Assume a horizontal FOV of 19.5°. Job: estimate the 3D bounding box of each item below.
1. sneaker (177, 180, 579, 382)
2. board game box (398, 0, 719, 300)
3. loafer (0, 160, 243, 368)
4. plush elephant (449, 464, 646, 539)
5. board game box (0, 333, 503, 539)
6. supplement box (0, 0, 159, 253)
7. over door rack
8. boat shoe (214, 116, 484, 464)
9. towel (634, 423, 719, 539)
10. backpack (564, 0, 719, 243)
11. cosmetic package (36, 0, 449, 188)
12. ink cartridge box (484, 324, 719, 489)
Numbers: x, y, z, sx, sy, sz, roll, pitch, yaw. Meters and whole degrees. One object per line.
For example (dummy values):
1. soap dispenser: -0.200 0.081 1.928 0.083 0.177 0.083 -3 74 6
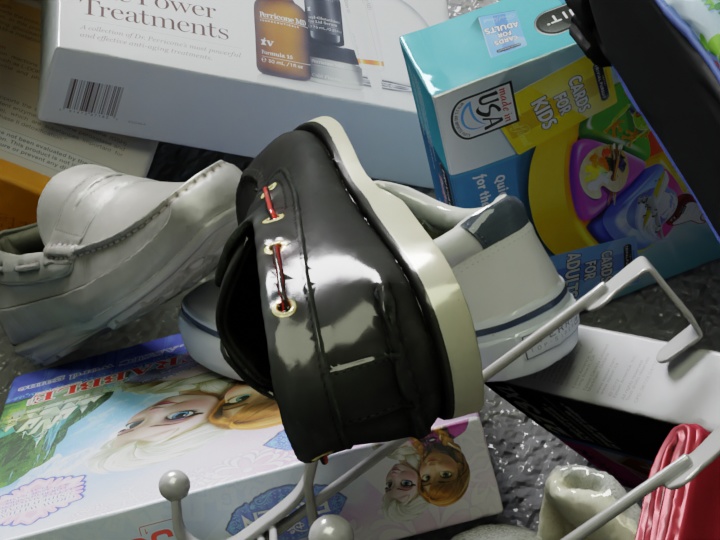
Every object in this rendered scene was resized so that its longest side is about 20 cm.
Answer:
1. sneaker: 0.000 0.000 0.816 0.199 0.071 0.073 -3 19 43
2. board game box: 0.128 -0.066 0.907 0.199 0.151 0.047 -21 45 -5
3. loafer: -0.109 -0.012 0.885 0.070 0.070 0.200 -32 4 -37
4. plush elephant: 0.036 0.150 0.718 0.199 0.165 0.156 3 53 -19
5. board game box: -0.052 0.067 0.845 0.199 0.041 0.200 -15 16 1
6. supplement box: -0.156 -0.091 1.038 0.125 0.074 0.201 20 48 -6
7. over door rack: 0.023 0.062 0.663 0.199 0.067 0.148 -26 21 6
8. boat shoe: -0.018 0.001 0.662 0.063 0.074 0.201 -17 20 -7
9. towel: 0.157 0.156 0.675 0.022 0.200 0.145 -34 26 45
10. backpack: 0.197 -0.114 0.754 0.199 0.147 0.184 -23 60 -11
11. cosmetic package: -0.055 -0.125 1.023 0.199 0.052 0.151 9 44 -16
12. ink cartridge box: 0.111 0.056 0.791 0.200 0.095 0.037 15 71 58
